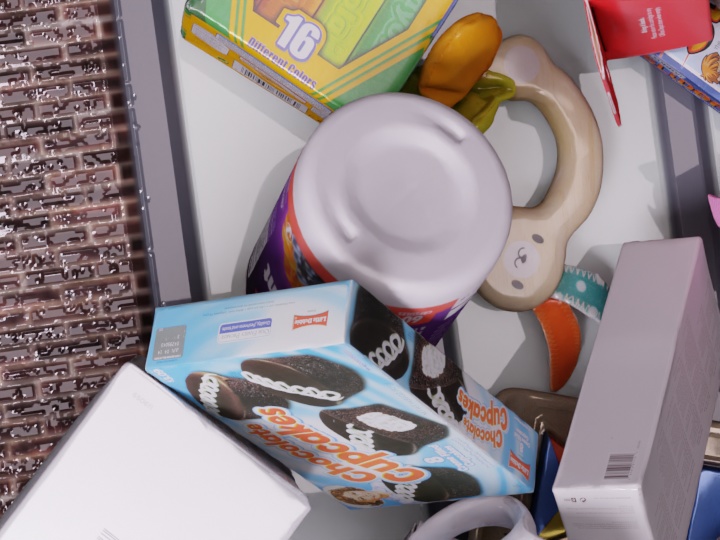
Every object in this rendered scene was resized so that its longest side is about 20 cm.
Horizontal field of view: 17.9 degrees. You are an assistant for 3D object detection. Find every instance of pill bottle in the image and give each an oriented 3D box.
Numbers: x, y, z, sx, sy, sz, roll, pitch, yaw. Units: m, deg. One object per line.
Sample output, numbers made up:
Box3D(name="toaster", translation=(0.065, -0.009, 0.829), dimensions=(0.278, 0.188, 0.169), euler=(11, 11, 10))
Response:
Box3D(name="pill bottle", translation=(0.000, 0.000, 1.204), dimensions=(0.110, 0.200, 0.112), euler=(6, 65, -12))

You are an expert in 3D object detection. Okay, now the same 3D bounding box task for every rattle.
Box3D(name="rattle", translation=(0.098, -0.036, 1.263), dimensions=(0.129, 0.143, 0.202), euler=(-15, 85, -24))

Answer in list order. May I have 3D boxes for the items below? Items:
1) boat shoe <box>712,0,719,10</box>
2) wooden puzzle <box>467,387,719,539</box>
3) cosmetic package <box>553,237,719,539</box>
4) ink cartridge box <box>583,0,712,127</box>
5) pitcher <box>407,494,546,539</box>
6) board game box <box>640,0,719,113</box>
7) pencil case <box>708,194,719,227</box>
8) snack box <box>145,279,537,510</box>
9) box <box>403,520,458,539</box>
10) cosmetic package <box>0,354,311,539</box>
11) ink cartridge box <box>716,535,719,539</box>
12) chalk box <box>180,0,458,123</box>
Box3D(name="boat shoe", translation=(0.297, -0.171, 1.277), dimensions=(0.198, 0.076, 0.073), euler=(5, 88, -7))
Box3D(name="wooden puzzle", translation=(0.158, 0.174, 1.305), dimensions=(0.198, 0.046, 0.187), euler=(10, 91, -6))
Box3D(name="cosmetic package", translation=(0.153, 0.077, 1.229), dimensions=(0.050, 0.201, 0.083), euler=(-5, 127, 23))
Box3D(name="ink cartridge box", translation=(0.149, -0.192, 1.250), dimensions=(0.067, 0.116, 0.202), euler=(-10, 77, 10))
Box3D(name="pitcher", translation=(0.016, 0.188, 1.147), dimensions=(0.199, 0.172, 0.122), euler=(-24, 112, -5))
Box3D(name="board game box", translation=(0.255, -0.182, 1.327), dimensions=(0.135, 0.034, 0.201), euler=(34, 87, -4))
Box3D(name="pencil case", translation=(0.292, -0.063, 1.277), dimensions=(0.199, 0.093, 0.092), euler=(-26, 107, -32))
Box3D(name="snack box", translation=(-0.005, 0.067, 1.152), dimensions=(0.115, 0.200, 0.037), euler=(-8, 61, 30))
Box3D(name="box", translation=(0.091, 0.234, 1.235), dimensions=(0.199, 0.060, 0.117), euler=(25, 65, -1))
Box3D(name="cosmetic package", translation=(-0.134, 0.158, 1.203), dimensions=(0.123, 0.200, 0.200), euler=(37, 86, -2))
Box3D(name="ink cartridge box", translation=(0.209, 0.229, 1.184), dimensions=(0.200, 0.084, 0.145), euler=(-40, 93, -29))
Box3D(name="chalk box", translation=(0.004, -0.187, 1.258), dimensions=(0.124, 0.124, 0.201), euler=(32, 87, -5))
